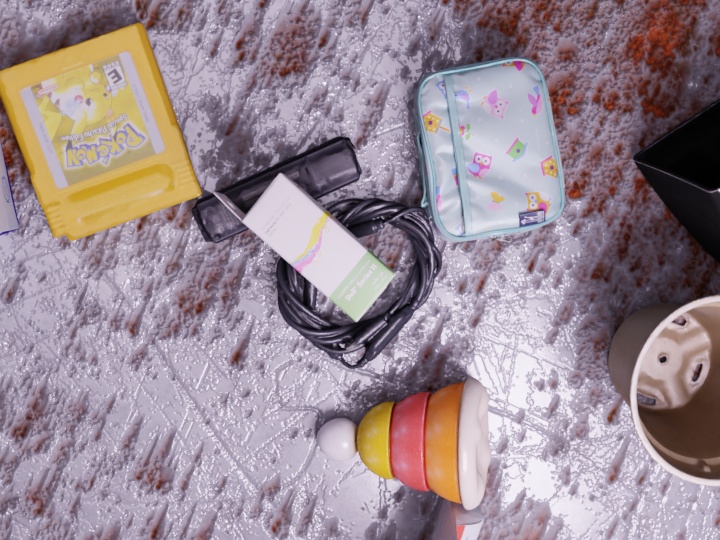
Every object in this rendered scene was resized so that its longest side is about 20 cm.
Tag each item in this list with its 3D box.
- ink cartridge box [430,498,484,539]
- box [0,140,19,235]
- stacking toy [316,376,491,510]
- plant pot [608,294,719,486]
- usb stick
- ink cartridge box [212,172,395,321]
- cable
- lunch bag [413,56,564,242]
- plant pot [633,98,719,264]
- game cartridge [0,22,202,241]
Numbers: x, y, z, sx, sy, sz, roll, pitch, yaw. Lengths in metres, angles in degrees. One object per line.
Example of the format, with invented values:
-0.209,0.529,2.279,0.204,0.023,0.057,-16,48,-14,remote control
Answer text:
0.097,0.354,1.193,0.056,0.200,0.164,17,95,-4,ink cartridge box
-0.489,-0.111,1.140,0.197,0.105,0.186,-11,98,-4,box
0.047,0.194,1.229,0.197,0.146,0.148,0,97,15,stacking toy
0.369,0.115,1.199,0.198,0.184,0.203,0,97,-4,plant pot
-0.093,-0.091,1.213,0.198,0.033,0.056,-24,104,-2,usb stick
-0.059,-0.039,1.141,0.200,0.117,0.067,41,91,-3,ink cartridge box
0.000,0.000,1.228,0.163,0.051,0.200,41,90,-1,cable
0.139,-0.129,1.199,0.158,0.077,0.203,-10,91,-6,lunch bag
0.460,-0.090,1.189,0.199,0.200,0.178,-34,110,0,plant pot
-0.290,-0.150,1.190,0.174,0.032,0.202,-20,97,-2,game cartridge
